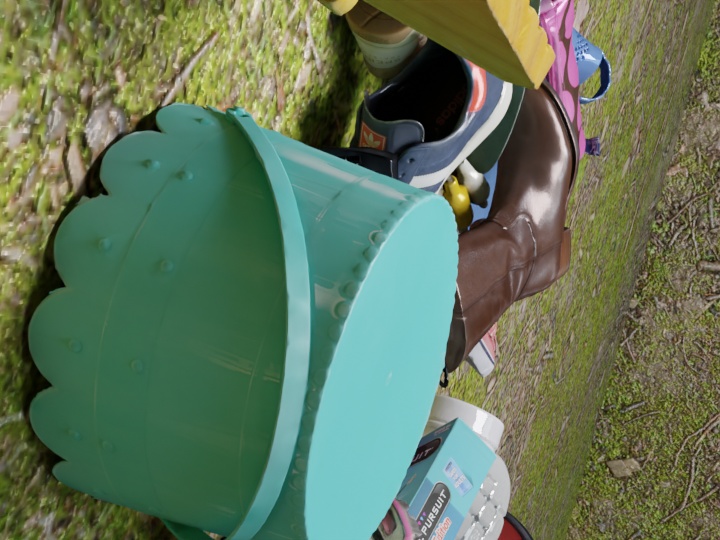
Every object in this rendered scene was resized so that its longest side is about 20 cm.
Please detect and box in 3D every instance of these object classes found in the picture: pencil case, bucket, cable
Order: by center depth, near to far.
[{"bbox_3d":[-0.045,0.034,0.528,0.207,0.133,0.210,15,90,-70],"label":"bucket"},{"bbox_3d":[0.068,-0.099,0.858,0.200,0.050,0.098,42,61,-69],"label":"cable"},{"bbox_3d":[0.152,-0.170,0.943,0.201,0.090,0.094,70,15,-47],"label":"pencil case"}]

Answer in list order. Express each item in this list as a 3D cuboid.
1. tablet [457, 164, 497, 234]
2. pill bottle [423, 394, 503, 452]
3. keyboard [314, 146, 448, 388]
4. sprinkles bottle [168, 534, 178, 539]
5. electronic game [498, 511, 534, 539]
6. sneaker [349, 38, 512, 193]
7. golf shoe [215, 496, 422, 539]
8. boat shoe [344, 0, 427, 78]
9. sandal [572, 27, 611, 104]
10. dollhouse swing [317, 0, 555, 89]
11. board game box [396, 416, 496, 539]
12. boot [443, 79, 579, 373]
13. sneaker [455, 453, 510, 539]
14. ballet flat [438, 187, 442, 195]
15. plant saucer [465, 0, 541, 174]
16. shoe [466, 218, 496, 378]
[{"bbox_3d":[0.112,-0.063,1.066,0.130,0.014,0.202,-53,153,-46],"label":"tablet"},{"bbox_3d":[0.060,0.220,1.007,0.111,0.110,0.202,60,50,-64],"label":"pill bottle"},{"bbox_3d":[0.002,0.024,0.664,0.040,0.103,0.202,-99,-176,-62],"label":"keyboard"},{"bbox_3d":[-0.115,0.253,0.614,0.068,0.068,0.202,62,48,-64],"label":"sprinkles bottle"},{"bbox_3d":[0.085,0.312,1.037,0.042,0.199,0.202,36,70,-44],"label":"electronic game"},{"bbox_3d":[0.013,-0.060,0.678,0.201,0.075,0.084,-59,154,4],"label":"sneaker"},{"bbox_3d":[-0.042,0.131,0.624,0.200,0.091,0.074,-151,-117,-64],"label":"golf shoe"},{"bbox_3d":[0.053,-0.213,0.701,0.201,0.072,0.065,-61,163,-16],"label":"boat shoe"},{"bbox_3d":[0.192,-0.212,1.056,0.080,0.086,0.200,-70,159,-2],"label":"sandal"},{"bbox_3d":[0.006,-0.192,0.425,0.200,0.174,0.184,24,84,-70],"label":"dollhouse swing"},{"bbox_3d":[0.004,0.214,0.823,0.151,0.047,0.200,-38,-170,42],"label":"board game box"},{"bbox_3d":[0.096,-0.040,0.846,0.199,0.064,0.188,-29,114,-46],"label":"boot"},{"bbox_3d":[0.046,0.223,0.908,0.200,0.081,0.077,-47,125,-27],"label":"sneaker"},{"bbox_3d":[0.000,0.000,0.737,0.202,0.067,0.046,-65,163,-6],"label":"ballet flat"},{"bbox_3d":[0.083,-0.172,0.785,0.201,0.038,0.204,-173,-90,-84],"label":"plant saucer"},{"bbox_3d":[0.111,0.027,1.012,0.091,0.071,0.200,-44,151,-5],"label":"shoe"}]
